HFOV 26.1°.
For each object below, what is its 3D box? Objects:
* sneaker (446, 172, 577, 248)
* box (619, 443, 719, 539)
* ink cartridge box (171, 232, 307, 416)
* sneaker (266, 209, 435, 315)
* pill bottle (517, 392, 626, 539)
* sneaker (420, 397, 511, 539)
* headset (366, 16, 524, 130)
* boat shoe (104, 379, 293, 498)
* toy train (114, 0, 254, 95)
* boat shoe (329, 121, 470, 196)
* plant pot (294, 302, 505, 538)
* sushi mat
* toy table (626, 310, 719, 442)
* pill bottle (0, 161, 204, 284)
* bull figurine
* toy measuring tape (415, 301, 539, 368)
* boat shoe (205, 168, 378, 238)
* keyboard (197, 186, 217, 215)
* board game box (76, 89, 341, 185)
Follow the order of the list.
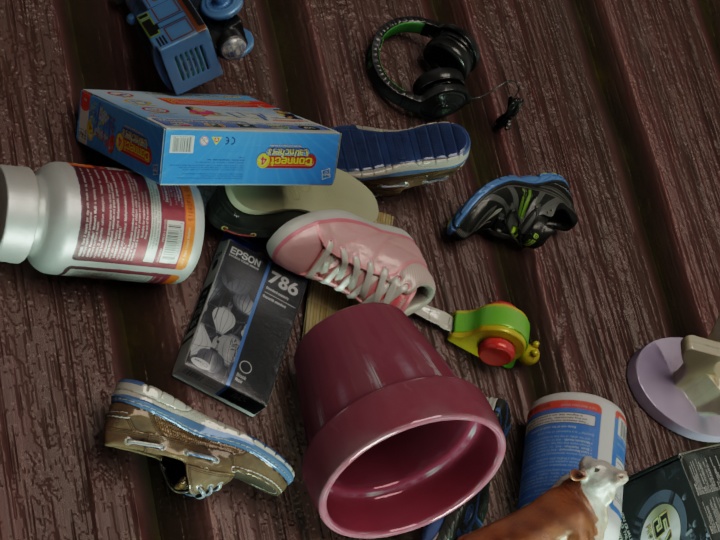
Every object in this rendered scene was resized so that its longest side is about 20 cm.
[{"bbox_3d":[0.186,-0.065,1.835,0.199,0.071,0.083,-11,67,-40],"label":"sneaker"},{"bbox_3d":[0.358,0.311,1.695,0.086,0.164,0.200,-6,71,-36],"label":"box"},{"bbox_3d":[-0.118,0.042,1.601,0.099,0.039,0.200,28,53,-18],"label":"ink cartridge box"},{"bbox_3d":[0.000,0.000,1.633,0.200,0.075,0.105,7,41,-43],"label":"sneaker"},{"bbox_3d":[0.227,0.243,1.677,0.112,0.112,0.200,25,55,-21],"label":"pill bottle"},{"bbox_3d":[0.096,0.224,1.637,0.077,0.076,0.200,11,63,23],"label":"sneaker"},{"bbox_3d":[0.101,-0.229,1.880,0.200,0.094,0.124,19,60,-6],"label":"headset"},{"bbox_3d":[-0.158,0.178,1.481,0.200,0.072,0.072,29,71,-21],"label":"boat shoe"},{"bbox_3d":[-0.193,-0.281,1.657,0.114,0.087,0.200,-25,52,-10],"label":"toy train"},{"bbox_3d":[0.023,-0.116,1.747,0.200,0.072,0.072,-3,57,-6],"label":"boat shoe"},{"bbox_3d":[0.022,0.139,1.550,0.200,0.200,0.179,3,45,-32],"label":"plant pot"},{"bbox_3d":[-0.013,0.010,1.702,0.096,0.012,0.200,22,57,-25],"label":"sushi mat"},{"bbox_3d":[0.436,0.126,1.873,0.200,0.117,0.184,3,65,-31],"label":"toy table"},{"bbox_3d":[-0.261,-0.047,1.505,0.200,0.110,0.110,6,63,-31],"label":"pill bottle"},{"bbox_3d":[0.193,0.275,1.569,0.200,0.065,0.122,-28,69,4],"label":"bull figurine"},{"bbox_3d":[0.125,0.053,1.730,0.200,0.074,0.074,29,54,-22],"label":"toy measuring tape"},{"bbox_3d":[-0.071,-0.071,1.657,0.201,0.063,0.074,1,62,-37],"label":"boat shoe"},{"bbox_3d":[-0.148,-0.076,1.655,0.200,0.011,0.056,20,48,-24],"label":"keyboard"},{"bbox_3d":[-0.156,-0.136,1.571,0.200,0.196,0.056,-2,107,-34],"label":"board game box"}]
